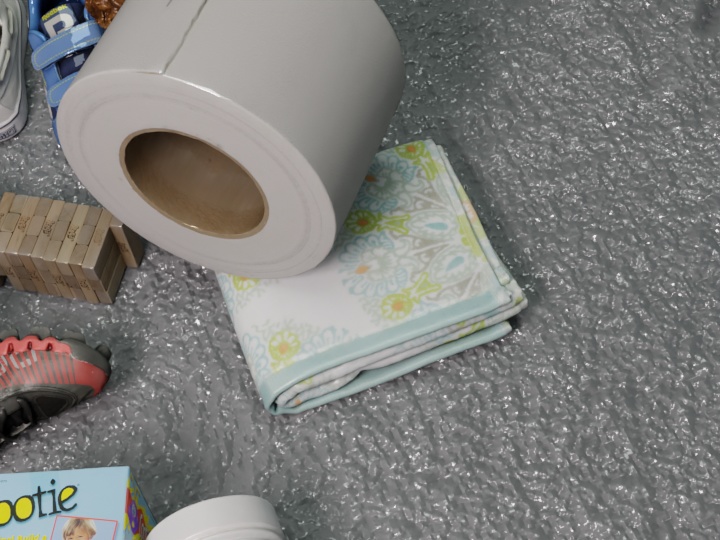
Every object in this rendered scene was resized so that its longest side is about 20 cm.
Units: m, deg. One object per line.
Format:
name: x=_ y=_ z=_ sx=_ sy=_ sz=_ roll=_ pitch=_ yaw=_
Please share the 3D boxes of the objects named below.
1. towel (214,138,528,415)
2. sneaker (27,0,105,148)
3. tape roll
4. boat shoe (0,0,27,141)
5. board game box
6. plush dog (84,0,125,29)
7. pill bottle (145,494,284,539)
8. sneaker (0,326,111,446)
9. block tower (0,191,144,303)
towel: x=0.000 y=0.000 z=0.973 sx=0.199 sy=0.048 sz=0.172 roll=-19 pitch=54 yaw=-7
sneaker: x=-0.226 y=-0.161 z=1.076 sx=0.074 sy=0.082 sz=0.201 roll=-23 pitch=57 yaw=-2
tape roll: x=-0.085 y=-0.109 z=0.909 sx=0.201 sy=0.203 sz=0.140 roll=15 pitch=58 yaw=15
boat shoe: x=-0.321 y=-0.199 z=1.124 sx=0.071 sy=0.066 sz=0.201 roll=-11 pitch=56 yaw=-1
board game box: x=-0.182 y=0.232 z=0.800 sx=0.104 sy=0.103 sz=0.201 roll=-4 pitch=56 yaw=4
plush dog: x=-0.143 y=-0.227 z=1.060 sx=0.160 sy=0.172 sz=0.200 roll=30 pitch=65 yaw=23
pill bottle: x=-0.063 y=0.238 z=0.779 sx=0.111 sy=0.113 sz=0.201 roll=-17 pitch=56 yaw=-6
sneaker: x=-0.265 y=0.100 z=0.917 sx=0.199 sy=0.071 sz=0.098 roll=-11 pitch=56 yaw=1
block tower: x=-0.268 y=-0.023 z=1.009 sx=0.198 sy=0.054 sz=0.058 roll=7 pitch=58 yaw=11
